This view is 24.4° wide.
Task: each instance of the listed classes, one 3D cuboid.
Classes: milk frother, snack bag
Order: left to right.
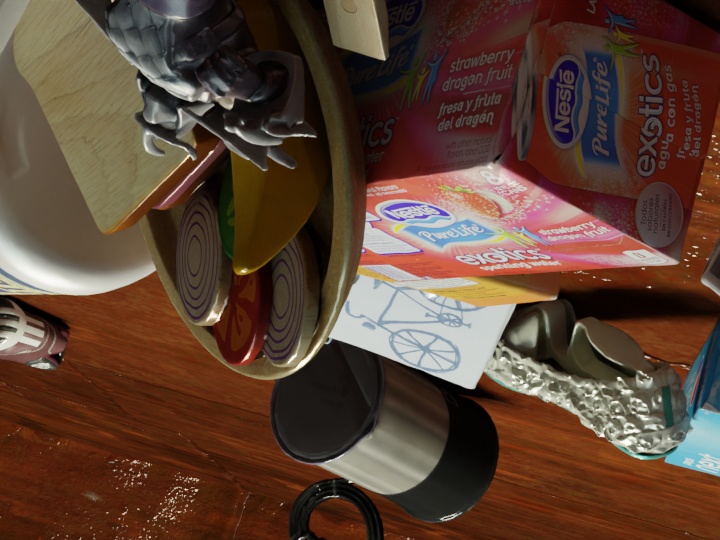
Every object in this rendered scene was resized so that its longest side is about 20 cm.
[{"bbox_3d":[-0.013,0.170,1.438,0.179,0.202,0.188,10,165,41],"label":"milk frother"},{"bbox_3d":[0.000,0.000,1.042,0.198,0.022,0.189,19,151,2],"label":"snack bag"}]

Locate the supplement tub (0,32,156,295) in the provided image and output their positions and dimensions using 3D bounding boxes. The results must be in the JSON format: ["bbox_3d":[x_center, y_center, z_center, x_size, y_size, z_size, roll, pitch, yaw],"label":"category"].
[{"bbox_3d":[-0.183,-0.060,0.851,0.144,0.146,0.199,26,163,-34],"label":"supplement tub"}]

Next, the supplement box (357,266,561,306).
[{"bbox_3d":[0.010,-0.033,0.828,0.199,0.067,0.069,14,169,-33],"label":"supplement box"}]

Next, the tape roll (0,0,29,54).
[{"bbox_3d":[-0.224,-0.123,0.614,0.201,0.140,0.203,25,167,6],"label":"tape roll"}]

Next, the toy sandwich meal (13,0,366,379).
[{"bbox_3d":[-0.072,-0.050,0.682,0.070,0.207,0.205,-12,-176,-33],"label":"toy sandwich meal"}]

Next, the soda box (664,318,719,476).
[{"bbox_3d":[0.247,0.088,1.083,0.067,0.065,0.200,15,167,8],"label":"soda box"}]

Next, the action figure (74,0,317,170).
[{"bbox_3d":[-0.062,-0.108,0.543,0.130,0.069,0.201,33,143,16],"label":"action figure"}]

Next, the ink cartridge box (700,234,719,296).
[{"bbox_3d":[0.280,0.049,0.773,0.197,0.044,0.200,21,-169,-13],"label":"ink cartridge box"}]

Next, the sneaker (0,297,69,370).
[{"bbox_3d":[-0.385,0.081,1.806,0.115,0.076,0.199,23,165,-36],"label":"sneaker"}]

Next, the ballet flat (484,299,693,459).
[{"bbox_3d":[0.140,0.054,1.071,0.072,0.072,0.200,28,180,-38],"label":"ballet flat"}]

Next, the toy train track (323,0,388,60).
[{"bbox_3d":[-0.037,-0.140,0.587,0.199,0.033,0.115,20,146,26],"label":"toy train track"}]

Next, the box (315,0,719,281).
[{"bbox_3d":[0.043,-0.058,0.688,0.099,0.096,0.199,24,165,-30],"label":"box"}]
